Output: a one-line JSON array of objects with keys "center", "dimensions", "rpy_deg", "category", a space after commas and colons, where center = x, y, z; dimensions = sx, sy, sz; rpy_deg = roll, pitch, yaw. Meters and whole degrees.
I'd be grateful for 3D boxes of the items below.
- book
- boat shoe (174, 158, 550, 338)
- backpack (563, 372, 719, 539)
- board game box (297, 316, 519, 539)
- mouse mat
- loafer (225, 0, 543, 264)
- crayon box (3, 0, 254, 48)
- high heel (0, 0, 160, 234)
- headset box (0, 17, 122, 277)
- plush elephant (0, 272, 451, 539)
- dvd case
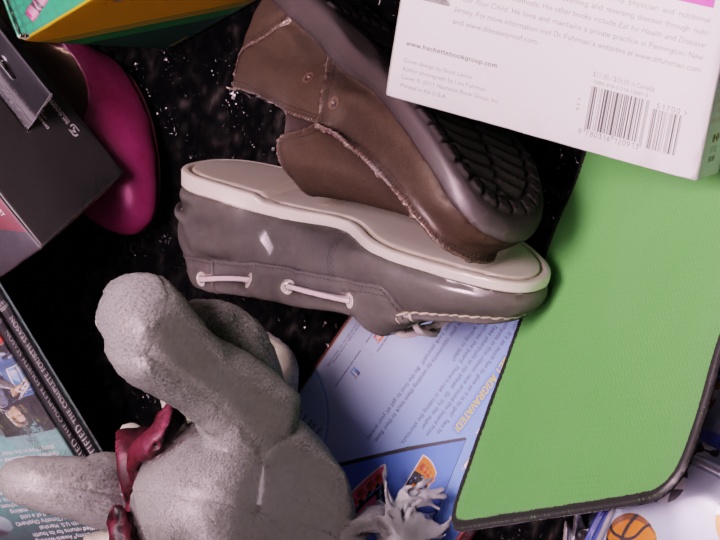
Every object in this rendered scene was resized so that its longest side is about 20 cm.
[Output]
[{"center": [0.090, -0.148, 1.073], "dimensions": [0.133, 0.048, 0.201], "rpy_deg": [17, 107, 23], "category": "book"}, {"center": [0.000, 0.000, 1.211], "dimensions": [0.199, 0.067, 0.057], "rpy_deg": [19, 114, 39], "category": "boat shoe"}, {"center": [0.158, 0.145, 1.103], "dimensions": [0.200, 0.154, 0.191], "rpy_deg": [33, 118, 21], "category": "backpack"}, {"center": [0.016, 0.076, 1.247], "dimensions": [0.103, 0.019, 0.200], "rpy_deg": [43, 111, 23], "category": "board game box"}, {"center": [0.106, 0.007, 1.106], "dimensions": [0.161, 0.008, 0.201], "rpy_deg": [-18, 46, 59], "category": "mouse mat"}, {"center": [0.008, -0.054, 1.193], "dimensions": [0.071, 0.073, 0.200], "rpy_deg": [-56, 39, 14], "category": "loafer"}, {"center": [-0.049, -0.164, 1.217], "dimensions": [0.199, 0.119, 0.058], "rpy_deg": [-27, 79, 28], "category": "crayon box"}, {"center": [-0.169, -0.097, 1.299], "dimensions": [0.067, 0.096, 0.200], "rpy_deg": [-45, 71, 22], "category": "high heel"}, {"center": [-0.215, -0.052, 1.289], "dimensions": [0.200, 0.075, 0.149], "rpy_deg": [-32, 100, 41], "category": "headset box"}, {"center": [-0.079, 0.097, 1.213], "dimensions": [0.155, 0.199, 0.166], "rpy_deg": [-4, 76, 52], "category": "plush elephant"}, {"center": [-0.194, 0.068, 1.299], "dimensions": [0.145, 0.022, 0.201], "rpy_deg": [-12, 119, 33], "category": "dvd case"}]
